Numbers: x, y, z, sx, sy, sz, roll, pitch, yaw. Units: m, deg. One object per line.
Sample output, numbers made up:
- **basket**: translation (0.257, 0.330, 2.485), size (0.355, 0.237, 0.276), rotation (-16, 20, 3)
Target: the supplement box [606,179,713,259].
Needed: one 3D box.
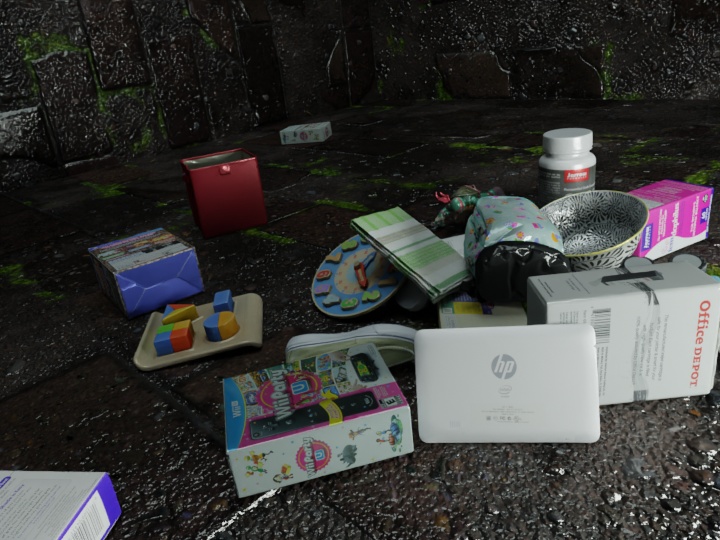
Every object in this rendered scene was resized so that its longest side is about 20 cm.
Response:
- **supplement box**: translation (0.550, -0.095, 1.072), size (0.198, 0.102, 0.103), rotation (-18, 25, -22)

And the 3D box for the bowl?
- **bowl**: translation (0.397, -0.048, 0.995), size (0.199, 0.095, 0.201), rotation (-17, 31, 11)

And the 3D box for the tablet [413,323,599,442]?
- **tablet**: translation (0.162, 0.128, 0.641), size (0.198, 0.132, 0.014), rotation (-3, 1, 9)

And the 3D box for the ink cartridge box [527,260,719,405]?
- **ink cartridge box**: translation (0.309, 0.077, 0.687), size (0.198, 0.146, 0.084), rotation (-6, 22, 3)

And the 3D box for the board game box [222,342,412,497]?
- **board game box**: translation (-0.056, 0.168, 0.673), size (0.198, 0.065, 0.148), rotation (-13, 23, -11)

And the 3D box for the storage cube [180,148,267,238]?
- **storage cube**: translation (-0.358, -0.208, 1.509), size (0.198, 0.182, 0.171), rotation (-15, 24, -20)

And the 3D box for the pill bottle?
- **pill bottle**: translation (0.431, -0.186, 1.194), size (0.113, 0.202, 0.114), rotation (-6, 23, 3)

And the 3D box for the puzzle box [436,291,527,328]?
- **puzzle box**: translation (0.183, 0.085, 0.846), size (0.132, 0.026, 0.200), rotation (1, 24, 5)

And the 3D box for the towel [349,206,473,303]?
- **towel**: translation (0.091, -0.032, 0.956), size (0.200, 0.031, 0.149), rotation (41, 34, 23)

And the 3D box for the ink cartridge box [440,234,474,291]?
- **ink cartridge box**: translation (0.220, 0.004, 1.021), size (0.198, 0.044, 0.174), rotation (-12, 49, -11)

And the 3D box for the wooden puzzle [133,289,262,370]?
- **wooden puzzle**: translation (-0.267, 0.088, 0.962), size (0.198, 0.047, 0.185), rotation (-9, 23, -6)

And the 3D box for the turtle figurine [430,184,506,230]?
- **turtle figurine**: translation (0.247, -0.144, 1.295), size (0.149, 0.102, 0.199), rotation (10, 23, 35)

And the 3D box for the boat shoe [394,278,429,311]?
- **boat shoe**: translation (0.091, 0.016, 1.003), size (0.056, 0.069, 0.200), rotation (28, 16, -22)

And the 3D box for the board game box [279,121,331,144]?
- **board game box**: translation (-0.247, -0.624, 2.594), size (0.198, 0.065, 0.148), rotation (-2, 24, 16)

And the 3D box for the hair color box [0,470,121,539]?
- **hair color box**: translation (-0.360, 0.260, 0.567), size (0.198, 0.065, 0.110), rotation (-1, 24, 9)

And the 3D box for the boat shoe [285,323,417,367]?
- **boat shoe**: translation (-0.009, 0.123, 0.797), size (0.198, 0.072, 0.062), rotation (-8, 47, 8)

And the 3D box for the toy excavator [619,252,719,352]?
- **toy excavator**: translation (0.452, 0.072, 0.749), size (0.192, 0.101, 0.201), rotation (-5, 36, 11)

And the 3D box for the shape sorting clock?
- **shape sorting clock**: translation (0.000, 0.000, 1.006), size (0.198, 0.039, 0.201), rotation (-16, 42, 16)

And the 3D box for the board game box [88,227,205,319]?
- **board game box**: translation (-0.434, -0.001, 1.153), size (0.158, 0.098, 0.199), rotation (-22, 27, -31)

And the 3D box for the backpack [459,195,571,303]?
- **backpack**: translation (0.240, -0.035, 0.911), size (0.165, 0.128, 0.201), rotation (10, 28, -7)
